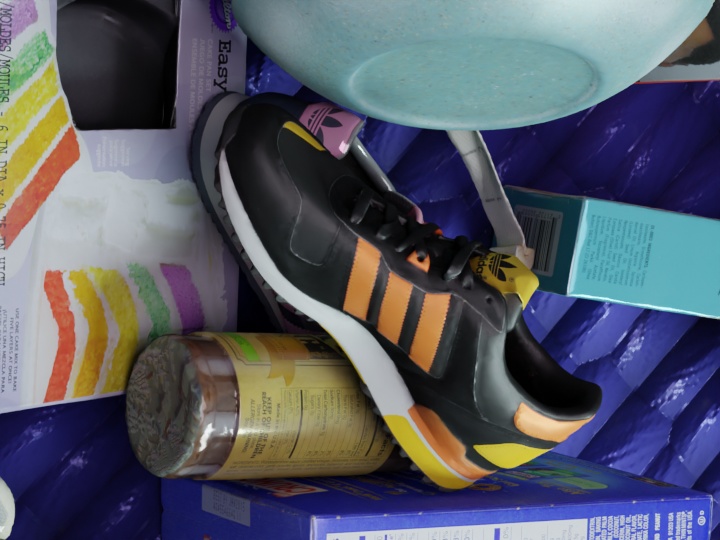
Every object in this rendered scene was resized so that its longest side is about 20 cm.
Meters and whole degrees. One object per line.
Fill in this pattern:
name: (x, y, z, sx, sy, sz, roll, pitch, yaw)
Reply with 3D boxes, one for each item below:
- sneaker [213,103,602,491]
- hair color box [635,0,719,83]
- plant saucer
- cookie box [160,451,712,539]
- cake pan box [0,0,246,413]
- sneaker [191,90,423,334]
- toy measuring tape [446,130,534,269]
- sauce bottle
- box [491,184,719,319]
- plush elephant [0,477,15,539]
sneaker: (0.024, 0.000, 0.971, 0.200, 0.090, 0.070, 54, 32, -23)
hair color box: (0.118, -0.141, 1.071, 0.061, 0.200, 0.102, -43, 111, -21)
plant saucer: (0.047, -0.094, 0.970, 0.201, 0.201, 0.039, 7, 71, -27)
cookie box: (0.030, 0.129, 1.072, 0.200, 0.171, 0.075, 0, 93, -26)
cake pan box: (-0.122, -0.045, 1.003, 0.184, 0.052, 0.200, -4, 98, -57)
sneaker: (0.000, 0.000, 1.068, 0.200, 0.082, 0.070, 55, 51, -41)
toy measuring tape: (0.020, -0.080, 1.097, 0.073, 0.074, 0.200, -26, 102, -22)
sauce bottle: (-0.008, 0.060, 1.044, 0.200, 0.065, 0.065, 3, 94, -40)
box: (0.170, -0.002, 1.178, 0.200, 0.082, 0.049, 9, 92, -26)
plush elephant: (-0.174, 0.199, 0.937, 0.165, 0.200, 0.155, -36, 106, 3)
